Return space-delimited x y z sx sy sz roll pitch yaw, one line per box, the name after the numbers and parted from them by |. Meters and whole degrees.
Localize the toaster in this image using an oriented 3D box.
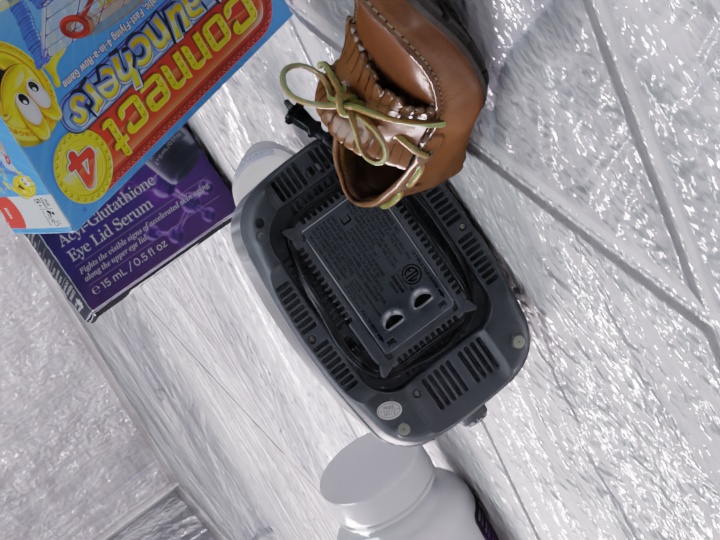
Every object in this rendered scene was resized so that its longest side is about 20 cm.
0.000 0.000 1.271 0.201 0.113 0.129 54 172 -5 | toaster

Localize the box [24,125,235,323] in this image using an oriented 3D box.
-0.211 -0.083 1.827 0.201 0.148 0.104 54 169 -2 | box

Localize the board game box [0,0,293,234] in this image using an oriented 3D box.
-0.154 -0.157 1.217 0.056 0.200 0.197 0 130 47 | board game box

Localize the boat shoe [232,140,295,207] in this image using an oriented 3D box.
-0.019 0.003 1.499 0.200 0.072 0.069 51 -168 -17 | boat shoe

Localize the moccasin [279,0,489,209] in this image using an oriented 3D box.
0.010 -0.080 1.071 0.074 0.077 0.201 52 169 9 | moccasin

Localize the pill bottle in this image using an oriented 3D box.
0.050 0.217 1.715 0.201 0.111 0.111 60 167 -27 | pill bottle
